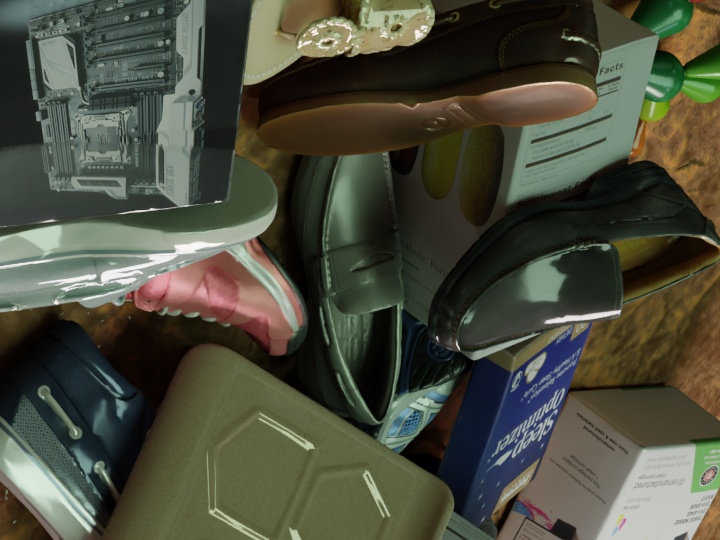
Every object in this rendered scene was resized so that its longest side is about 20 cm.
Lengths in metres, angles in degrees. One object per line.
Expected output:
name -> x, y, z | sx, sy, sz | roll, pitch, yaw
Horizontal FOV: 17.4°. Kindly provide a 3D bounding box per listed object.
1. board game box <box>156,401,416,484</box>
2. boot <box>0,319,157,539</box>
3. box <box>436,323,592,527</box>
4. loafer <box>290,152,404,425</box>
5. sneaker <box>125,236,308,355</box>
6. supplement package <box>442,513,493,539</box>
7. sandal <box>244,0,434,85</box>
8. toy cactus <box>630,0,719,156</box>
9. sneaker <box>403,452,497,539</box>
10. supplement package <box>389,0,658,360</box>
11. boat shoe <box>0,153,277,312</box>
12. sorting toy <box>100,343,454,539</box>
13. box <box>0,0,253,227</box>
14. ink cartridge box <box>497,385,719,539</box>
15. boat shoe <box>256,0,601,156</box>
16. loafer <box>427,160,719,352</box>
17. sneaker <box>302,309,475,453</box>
board game box -> -0.084, 0.168, 1.422 | 0.147, 0.064, 0.200 | 29, 96, -21
boot -> -0.135, 0.124, 1.329 | 0.090, 0.073, 0.200 | -45, 121, -15
box -> 0.095, 0.107, 1.566 | 0.121, 0.032, 0.200 | -33, 148, -50
loafer -> 0.000, 0.000, 1.413 | 0.070, 0.070, 0.200 | -22, 127, -30
sneaker -> -0.100, -0.007, 1.317 | 0.087, 0.074, 0.200 | -38, 138, -4
supplement package -> 0.027, 0.266, 1.469 | 0.200, 0.114, 0.110 | -52, 173, -35
sandal -> 0.015, -0.153, 1.252 | 0.212, 0.070, 0.078 | -43, 150, -45
toy cactus -> 0.182, -0.121, 1.525 | 0.165, 0.102, 0.200 | 8, 123, -42
sneaker -> 0.013, 0.200, 1.630 | 0.200, 0.060, 0.104 | -35, 138, -30
supplement package -> 0.086, -0.068, 1.426 | 0.109, 0.114, 0.200 | -20, 133, -39
boat shoe -> -0.143, -0.017, 1.212 | 0.200, 0.070, 0.072 | -7, 140, -15
sorting toy -> -0.056, 0.164, 1.341 | 0.200, 0.036, 0.186 | 32, 72, -30
box -> -0.155, -0.099, 1.118 | 0.199, 0.050, 0.158 | -7, 128, -22
ink cartridge box -> 0.186, 0.194, 1.807 | 0.145, 0.084, 0.200 | 0, 121, -50
boat shoe -> 0.037, -0.111, 1.306 | 0.070, 0.199, 0.071 | 44, 42, -63
loafer -> 0.127, -0.001, 1.368 | 0.200, 0.072, 0.073 | -29, 140, -28
sneaker -> 0.018, 0.072, 1.524 | 0.200, 0.076, 0.077 | -40, 163, -14
